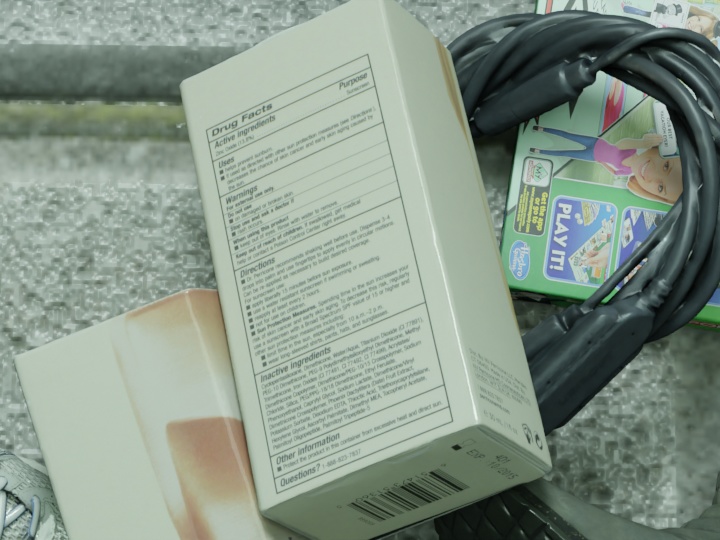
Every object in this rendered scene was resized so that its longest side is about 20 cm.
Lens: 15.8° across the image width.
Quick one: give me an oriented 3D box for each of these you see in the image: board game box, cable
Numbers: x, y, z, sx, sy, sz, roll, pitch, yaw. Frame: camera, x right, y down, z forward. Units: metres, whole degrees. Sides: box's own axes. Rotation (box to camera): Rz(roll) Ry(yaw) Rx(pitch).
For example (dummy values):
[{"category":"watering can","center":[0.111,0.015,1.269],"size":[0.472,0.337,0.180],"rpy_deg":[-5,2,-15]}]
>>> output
[{"category":"board game box","center":[0.138,-0.078,1.148],"size":[0.134,0.029,0.202],"rpy_deg":[9,80,1]},{"category":"cable","center":[0.074,-0.028,1.099],"size":[0.200,0.051,0.163],"rpy_deg":[-47,60,10]}]

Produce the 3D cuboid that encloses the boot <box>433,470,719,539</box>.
[{"category":"boot","center":[0.134,0.121,1.086],"size":[0.199,0.068,0.131],"rpy_deg":[36,45,5]}]

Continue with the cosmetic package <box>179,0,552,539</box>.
[{"category":"cosmetic package","center":[0.000,0.000,1.053],"size":[0.105,0.071,0.201],"rpy_deg":[-22,61,21]}]

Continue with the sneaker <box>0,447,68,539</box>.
[{"category":"sneaker","center":[-0.184,0.091,1.082],"size":[0.199,0.085,0.077],"rpy_deg":[31,81,3]}]

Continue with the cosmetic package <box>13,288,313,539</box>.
[{"category":"cosmetic package","center":[-0.058,0.116,1.064],"size":[0.087,0.103,0.201],"rpy_deg":[-20,83,15]}]
